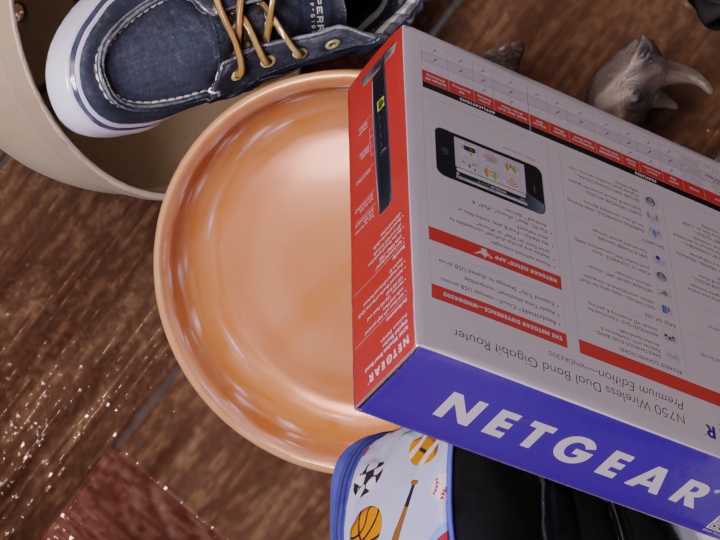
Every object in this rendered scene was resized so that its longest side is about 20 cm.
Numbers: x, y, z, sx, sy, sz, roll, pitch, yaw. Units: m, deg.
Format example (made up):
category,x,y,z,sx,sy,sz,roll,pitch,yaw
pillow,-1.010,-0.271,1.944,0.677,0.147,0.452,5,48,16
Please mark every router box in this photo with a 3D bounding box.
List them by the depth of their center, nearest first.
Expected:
category,x,y,z,sx,sy,sz,roll,pitch,yaw
router box,0.091,0.006,0.923,0.049,0.199,0.180,-48,31,40

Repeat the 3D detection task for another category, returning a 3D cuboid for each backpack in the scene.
category,x,y,z,sx,sy,sz,roll,pitch,yaw
backpack,0.063,0.152,0.949,0.154,0.200,0.191,-17,64,34

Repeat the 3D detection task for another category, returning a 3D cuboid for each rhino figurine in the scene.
category,x,y,z,sx,sy,sz,roll,pitch,yaw
rhino figurine,0.075,-0.065,1.062,0.199,0.060,0.088,-13,91,13

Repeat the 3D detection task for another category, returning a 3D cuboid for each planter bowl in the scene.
category,x,y,z,sx,sy,sz,roll,pitch,yaw
planter bowl,-0.142,-0.133,1.096,0.134,0.200,0.201,-1,73,42

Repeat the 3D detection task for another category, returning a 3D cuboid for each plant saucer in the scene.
category,x,y,z,sx,sy,sz,roll,pitch,yaw
plant saucer,0.000,0.000,1.042,0.199,0.037,0.201,3,107,11

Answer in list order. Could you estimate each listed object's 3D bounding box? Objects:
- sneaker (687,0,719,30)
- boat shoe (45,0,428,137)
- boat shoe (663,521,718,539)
category,x,y,z,sx,sy,sz,roll,pitch,yaw
sneaker,0.180,-0.169,1.055,0.091,0.076,0.200,-49,64,8
boat shoe,-0.054,-0.119,1.026,0.091,0.200,0.071,-1,112,41
boat shoe,0.155,0.066,1.002,0.066,0.070,0.201,-18,62,-12
